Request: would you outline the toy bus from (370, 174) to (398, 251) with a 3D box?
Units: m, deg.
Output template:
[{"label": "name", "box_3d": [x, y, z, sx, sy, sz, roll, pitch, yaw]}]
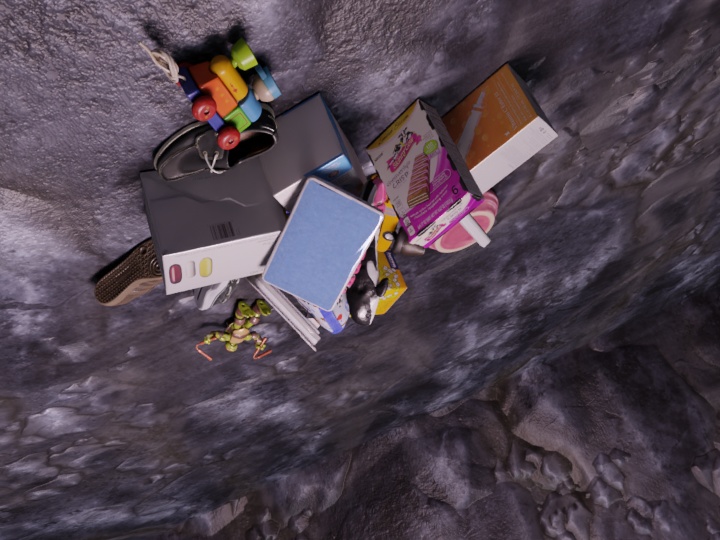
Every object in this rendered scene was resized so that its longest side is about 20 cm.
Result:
[{"label": "toy bus", "box_3d": [0.046, -0.119, 1.289, 0.076, 0.066, 0.202, 15, 149, 2]}]

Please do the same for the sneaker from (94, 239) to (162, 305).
[{"label": "sneaker", "box_3d": [-0.381, -0.002, 1.193, 0.196, 0.072, 0.075, -26, 173, 11]}]

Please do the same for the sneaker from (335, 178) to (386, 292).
[{"label": "sneaker", "box_3d": [-0.027, -0.063, 1.061, 0.073, 0.086, 0.203, -30, 149, -60]}]

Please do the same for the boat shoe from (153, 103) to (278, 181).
[{"label": "boat shoe", "box_3d": [-0.213, -0.179, 0.983, 0.195, 0.069, 0.072, -22, 148, 3]}]

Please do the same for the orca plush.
[{"label": "orca plush", "box_3d": [0.000, 0.000, 1.230, 0.070, 0.104, 0.205, 2, 110, -42]}]

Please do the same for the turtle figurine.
[{"label": "turtle figurine", "box_3d": [-0.266, 0.135, 1.519, 0.196, 0.065, 0.162, 11, 131, -36]}]

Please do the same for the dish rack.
[{"label": "dish rack", "box_3d": [-0.154, 0.062, 1.317, 0.044, 0.171, 0.200, -44, 110, -6]}]

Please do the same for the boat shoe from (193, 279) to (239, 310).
[{"label": "boat shoe", "box_3d": [-0.271, 0.010, 1.297, 0.070, 0.074, 0.200, -16, 164, -34]}]

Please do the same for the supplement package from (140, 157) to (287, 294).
[{"label": "supplement package", "box_3d": [-0.230, -0.076, 1.056, 0.195, 0.159, 0.112, -13, 153, -20]}]

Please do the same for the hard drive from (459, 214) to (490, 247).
[{"label": "hard drive", "box_3d": [0.177, -0.131, 1.304, 0.026, 0.133, 0.199, -43, 145, 9]}]

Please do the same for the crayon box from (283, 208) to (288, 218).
[{"label": "crayon box", "box_3d": [-0.214, -0.053, 1.146, 0.195, 0.129, 0.051, -13, 153, -22]}]

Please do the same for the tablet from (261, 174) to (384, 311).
[{"label": "tablet", "box_3d": [-0.060, -0.036, 1.016, 0.127, 0.014, 0.202, 25, 121, -9]}]

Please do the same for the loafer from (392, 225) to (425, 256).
[{"label": "loafer", "box_3d": [0.121, -0.084, 1.329, 0.201, 0.070, 0.074, -58, 171, -48]}]

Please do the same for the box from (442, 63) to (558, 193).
[{"label": "box", "box_3d": [0.224, -0.236, 1.177, 0.199, 0.127, 0.096, -38, 150, 25]}]

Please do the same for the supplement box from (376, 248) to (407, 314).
[{"label": "supplement box", "box_3d": [-0.014, 0.028, 1.481, 0.196, 0.111, 0.110, -2, 148, -37]}]

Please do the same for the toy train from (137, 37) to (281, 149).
[{"label": "toy train", "box_3d": [-0.183, -0.257, 0.859, 0.114, 0.085, 0.200, -35, 153, 1]}]

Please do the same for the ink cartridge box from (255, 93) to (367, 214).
[{"label": "ink cartridge box", "box_3d": [-0.065, -0.155, 1.083, 0.126, 0.128, 0.200, -27, 153, 9]}]

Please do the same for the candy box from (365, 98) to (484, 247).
[{"label": "candy box", "box_3d": [0.105, -0.163, 1.125, 0.136, 0.204, 0.060, -39, 150, 28]}]

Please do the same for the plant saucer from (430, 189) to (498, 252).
[{"label": "plant saucer", "box_3d": [0.226, -0.105, 1.506, 0.196, 0.052, 0.202, -20, 153, -10]}]

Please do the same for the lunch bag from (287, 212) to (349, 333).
[{"label": "lunch bag", "box_3d": [-0.084, 0.004, 1.269, 0.121, 0.205, 0.171, -18, 155, 4]}]
